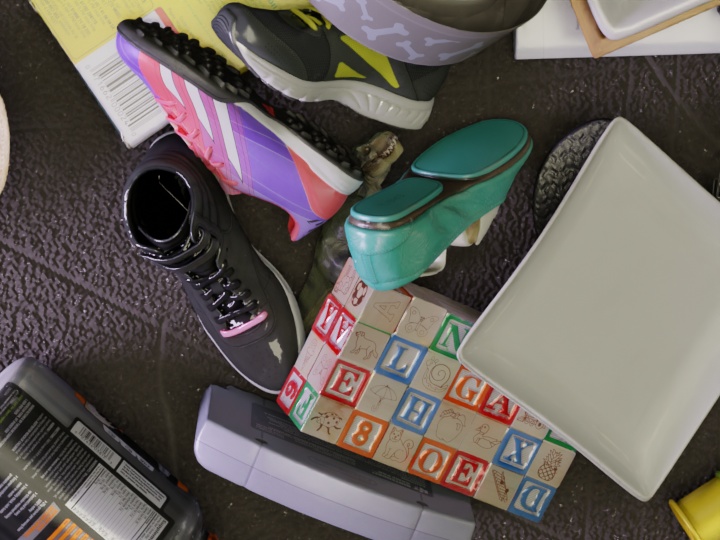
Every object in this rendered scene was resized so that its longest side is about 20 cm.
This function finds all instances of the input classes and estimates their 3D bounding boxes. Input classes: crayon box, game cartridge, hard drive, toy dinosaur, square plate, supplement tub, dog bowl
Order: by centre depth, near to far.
[{"bbox_3d":[0.031,-0.222,1.620,0.200,0.200,0.059,34,135,-7],"label":"dog bowl"},{"bbox_3d":[-0.110,-0.191,1.677,0.200,0.051,0.127,-33,99,3],"label":"crayon box"},{"bbox_3d":[0.182,0.027,1.684,0.198,0.028,0.200,37,83,-27],"label":"square plate"},{"bbox_3d":[-0.020,0.140,1.691,0.200,0.133,0.040,22,97,-5],"label":"game cartridge"},{"bbox_3d":[-0.196,0.164,1.692,0.200,0.123,0.123,42,95,-8],"label":"supplement tub"},{"bbox_3d":[0.205,-0.216,1.701,0.200,0.027,0.132,-2,99,-2],"label":"hard drive"},{"bbox_3d":[0.000,0.000,1.718,0.088,0.047,0.200,26,101,-3],"label":"toy dinosaur"}]

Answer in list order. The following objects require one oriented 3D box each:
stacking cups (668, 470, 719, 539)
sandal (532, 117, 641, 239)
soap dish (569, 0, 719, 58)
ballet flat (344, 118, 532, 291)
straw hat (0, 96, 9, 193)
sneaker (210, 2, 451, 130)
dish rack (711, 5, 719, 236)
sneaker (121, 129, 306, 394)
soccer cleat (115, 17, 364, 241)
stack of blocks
[{"bbox_3d":[0.317,0.133,1.744,0.200,0.061,0.061,-35,99,2],"label":"stacking cups"},{"bbox_3d":[0.158,-0.015,1.727,0.075,0.045,0.200,1,113,3],"label":"sandal"},{"bbox_3d":[0.215,-0.255,1.637,0.200,0.081,0.157,-24,103,1],"label":"soap dish"},{"bbox_3d":[0.052,-0.040,1.662,0.067,0.200,0.070,13,120,30],"label":"ballet flat"},{"bbox_3d":[-0.337,-0.105,1.663,0.201,0.085,0.201,-3,110,-9],"label":"straw hat"},{"bbox_3d":[-0.015,-0.158,1.637,0.200,0.074,0.085,12,116,-46],"label":"sneaker"},{"bbox_3d":[0.317,-0.106,1.701,0.153,0.055,0.200,2,118,-3],"label":"dish rack"},{"bbox_3d":[-0.105,0.003,1.672,0.071,0.099,0.200,-25,93,18],"label":"sneaker"},{"bbox_3d":[-0.092,-0.094,1.643,0.200,0.068,0.073,34,106,-23],"label":"soccer cleat"},{"bbox_3d":[0.059,0.084,1.693,0.200,0.059,0.115,23,99,-25],"label":"stack of blocks"}]
